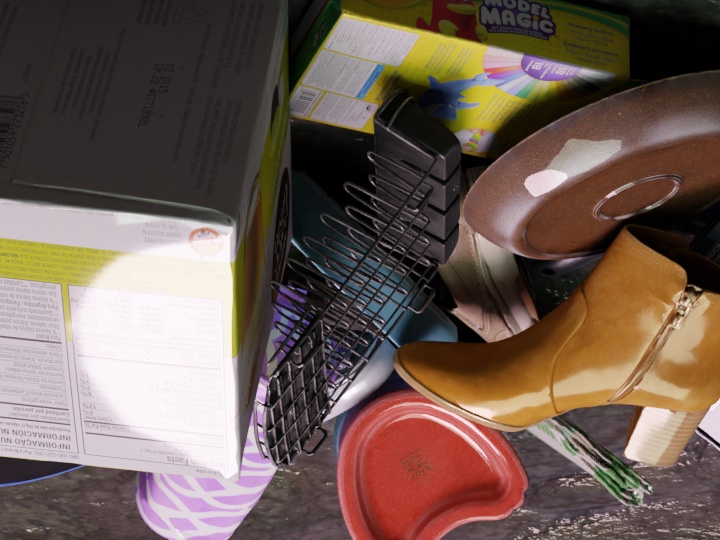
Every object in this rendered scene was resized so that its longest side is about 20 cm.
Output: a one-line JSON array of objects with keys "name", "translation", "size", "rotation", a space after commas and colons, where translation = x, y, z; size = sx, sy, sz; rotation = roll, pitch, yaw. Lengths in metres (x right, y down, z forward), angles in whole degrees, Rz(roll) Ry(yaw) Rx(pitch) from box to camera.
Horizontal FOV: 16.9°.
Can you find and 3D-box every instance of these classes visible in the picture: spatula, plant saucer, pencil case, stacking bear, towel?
[{"name": "spatula", "translation": [0.193, -0.028, 1.552], "size": [0.200, 0.021, 0.056], "rotation": [-19, 140, 35]}, {"name": "plant saucer", "translation": [0.159, -0.054, 1.426], "size": [0.200, 0.032, 0.200], "rotation": [-16, 160, -6]}, {"name": "pencil case", "translation": [-0.083, 0.098, 1.584], "size": [0.084, 0.086, 0.200], "rotation": [14, 135, -21]}, {"name": "stacking bear", "translation": [0.036, 0.111, 1.668], "size": [0.121, 0.200, 0.114], "rotation": [-31, 100, 5]}, {"name": "towel", "translation": [0.108, 0.091, 1.676], "size": [0.152, 0.023, 0.200], "rotation": [36, 179, 40]}]

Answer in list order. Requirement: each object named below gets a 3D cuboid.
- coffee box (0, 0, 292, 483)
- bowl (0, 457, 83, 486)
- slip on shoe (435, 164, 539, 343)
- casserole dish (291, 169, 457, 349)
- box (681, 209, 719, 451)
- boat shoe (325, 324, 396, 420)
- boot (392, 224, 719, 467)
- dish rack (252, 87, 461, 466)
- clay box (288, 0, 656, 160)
[{"name": "coffee box", "translation": [-0.147, -0.029, 1.324], "size": [0.199, 0.200, 0.198], "rotation": [5, 134, 5]}, {"name": "bowl", "translation": [-0.188, 0.088, 1.607], "size": [0.200, 0.039, 0.201], "rotation": [-21, 163, -7]}, {"name": "slip on shoe", "translation": [0.078, 0.009, 1.568], "size": [0.060, 0.076, 0.200], "rotation": [-15, 145, 6]}, {"name": "casserole dish", "translation": [0.000, 0.000, 1.544], "size": [0.039, 0.121, 0.200], "rotation": [-46, 140, 0]}, {"name": "box", "translation": [0.269, 0.029, 1.494], "size": [0.158, 0.051, 0.200], "rotation": [38, 126, 0]}, {"name": "boat shoe", "translation": [-0.059, 0.059, 1.639], "size": [0.200, 0.072, 0.071], "rotation": [-9, 125, 48]}, {"name": "boot", "translation": [0.133, 0.032, 1.479], "size": [0.201, 0.071, 0.144], "rotation": [17, 118, -4]}, {"name": "dish rack", "translation": [-0.009, 0.012, 1.370], "size": [0.054, 0.200, 0.154], "rotation": [30, 159, 16]}, {"name": "clay box", "translation": [0.065, -0.114, 1.384], "size": [0.199, 0.048, 0.115], "rotation": [10, 151, -17]}]
